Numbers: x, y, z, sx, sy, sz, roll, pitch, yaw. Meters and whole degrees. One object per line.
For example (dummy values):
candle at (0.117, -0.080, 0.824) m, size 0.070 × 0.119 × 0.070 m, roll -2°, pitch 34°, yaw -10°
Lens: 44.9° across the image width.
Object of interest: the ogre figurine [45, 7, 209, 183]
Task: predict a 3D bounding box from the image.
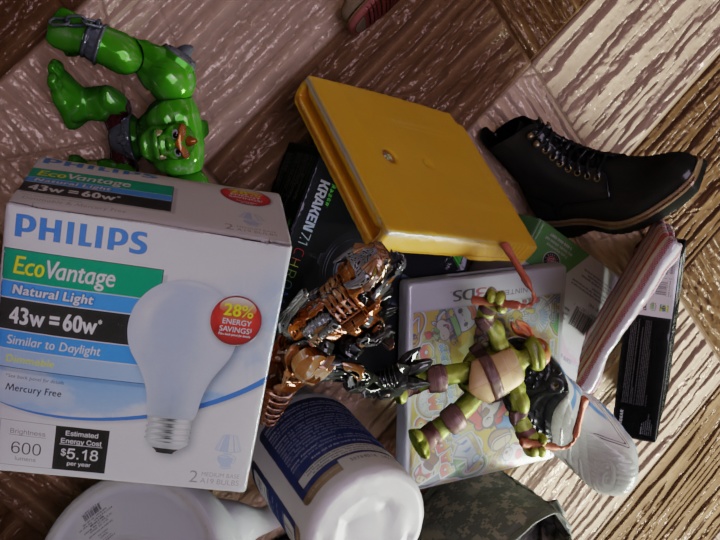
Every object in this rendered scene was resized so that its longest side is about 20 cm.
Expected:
ogre figurine at (-0.187, -0.111, 0.721) m, size 0.117 × 0.098 × 0.205 m, roll -6°, pitch 88°, yaw -5°

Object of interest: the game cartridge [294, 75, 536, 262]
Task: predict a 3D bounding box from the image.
game cartridge at (0.051, -0.085, 0.776) m, size 0.198 × 0.178 × 0.032 m, roll 6°, pitch 138°, yaw -44°

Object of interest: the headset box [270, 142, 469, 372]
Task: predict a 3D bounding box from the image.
headset box at (0.000, 0.000, 0.824) m, size 0.197 × 0.092 × 0.177 m, roll 22°, pitch 91°, yaw -27°

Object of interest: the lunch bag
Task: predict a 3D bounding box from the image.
lunch bag at (0.114, 0.300, 0.895) m, size 0.200 × 0.164 × 0.118 m, roll -44°, pitch 109°, yaw -10°

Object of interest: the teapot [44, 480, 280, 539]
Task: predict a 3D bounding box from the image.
teapot at (-0.183, 0.282, 0.768) m, size 0.196 × 0.147 × 0.201 m, roll 4°, pitch 65°, yaw 11°

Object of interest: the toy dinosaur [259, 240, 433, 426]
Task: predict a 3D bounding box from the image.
toy dinosaur at (-0.025, 0.054, 0.710) m, size 0.134 × 0.199 × 0.104 m, roll 10°, pitch 61°, yaw -42°

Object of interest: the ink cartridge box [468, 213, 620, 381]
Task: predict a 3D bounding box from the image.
ink cartridge box at (0.169, 0.063, 0.918) m, size 0.144 × 0.084 × 0.203 m, roll 30°, pitch 87°, yaw -28°

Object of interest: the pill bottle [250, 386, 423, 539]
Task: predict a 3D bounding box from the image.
pill bottle at (-0.035, 0.179, 0.779) m, size 0.109 × 0.200 × 0.113 m, roll -9°, pitch 111°, yaw -24°

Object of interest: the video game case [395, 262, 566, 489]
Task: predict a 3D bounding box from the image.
video game case at (0.117, 0.100, 0.838) m, size 0.179 × 0.023 × 0.204 m, roll -6°, pitch 105°, yaw -25°

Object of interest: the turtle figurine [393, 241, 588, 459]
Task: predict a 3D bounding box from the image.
turtle figurine at (0.105, 0.087, 0.775) m, size 0.159 × 0.064 × 0.203 m, roll -22°, pitch 105°, yaw -8°

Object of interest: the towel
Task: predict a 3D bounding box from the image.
towel at (0.249, 0.027, 0.797) m, size 0.030 × 0.200 × 0.148 m, roll 29°, pitch 105°, yaw 11°

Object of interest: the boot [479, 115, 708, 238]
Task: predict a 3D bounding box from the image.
boot at (0.216, -0.105, 0.846) m, size 0.138 × 0.199 × 0.078 m, roll 45°, pitch 56°, yaw -20°

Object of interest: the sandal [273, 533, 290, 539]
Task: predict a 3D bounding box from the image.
sandal at (-0.068, 0.302, 0.878) m, size 0.198 × 0.045 × 0.076 m, roll -35°, pitch 112°, yaw -15°

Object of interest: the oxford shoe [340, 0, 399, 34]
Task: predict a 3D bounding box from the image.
oxford shoe at (0.032, -0.313, 0.805) m, size 0.074 × 0.070 × 0.202 m, roll 34°, pitch 86°, yaw 1°

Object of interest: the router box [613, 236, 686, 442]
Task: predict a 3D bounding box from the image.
router box at (0.321, 0.069, 0.963) m, size 0.149 × 0.050 × 0.205 m, roll -17°, pitch 113°, yaw -66°

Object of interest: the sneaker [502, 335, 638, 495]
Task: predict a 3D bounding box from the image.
sneaker at (0.197, 0.137, 0.847) m, size 0.072 × 0.073 × 0.200 m, roll -38°, pitch 106°, yaw 18°

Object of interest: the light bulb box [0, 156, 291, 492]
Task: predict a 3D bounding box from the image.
light bulb box at (-0.165, 0.040, 0.660) m, size 0.194 × 0.125 × 0.204 m, roll 8°, pitch 109°, yaw -13°
